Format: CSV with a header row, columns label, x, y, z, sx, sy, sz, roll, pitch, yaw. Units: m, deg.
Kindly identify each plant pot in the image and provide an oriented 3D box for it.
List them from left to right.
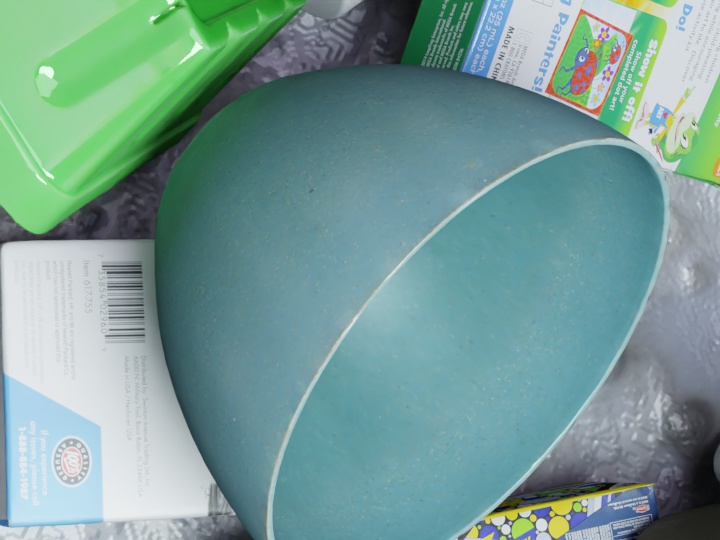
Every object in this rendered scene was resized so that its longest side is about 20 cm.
label,x,y,z,sx,sy,sz,roll,pitch,yaw
plant pot,0.000,0.000,0.710,0.200,0.200,0.135,-38,59,-19

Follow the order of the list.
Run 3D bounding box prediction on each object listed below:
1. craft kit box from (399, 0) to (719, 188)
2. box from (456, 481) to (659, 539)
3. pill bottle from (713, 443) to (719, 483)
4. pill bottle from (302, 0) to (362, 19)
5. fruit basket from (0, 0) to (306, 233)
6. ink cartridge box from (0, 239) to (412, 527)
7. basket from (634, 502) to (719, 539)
label,x,y,z,sx,sy,sz,roll,pitch,yaw
craft kit box,0.127,-0.150,0.830,0.197,0.048,0.200,12,102,-40
box,0.032,0.141,0.827,0.200,0.070,0.064,-8,87,-20
pill bottle,0.262,0.147,0.889,0.111,0.111,0.200,-35,97,-19
pill bottle,0.038,-0.202,0.836,0.200,0.112,0.112,-40,99,-18
fruit basket,-0.146,-0.094,0.741,0.215,0.216,0.156,-34,97,-19
ink cartridge box,-0.058,0.047,0.803,0.200,0.068,0.116,0,84,-20
basket,0.213,0.143,0.757,0.180,0.200,0.136,28,60,-37
